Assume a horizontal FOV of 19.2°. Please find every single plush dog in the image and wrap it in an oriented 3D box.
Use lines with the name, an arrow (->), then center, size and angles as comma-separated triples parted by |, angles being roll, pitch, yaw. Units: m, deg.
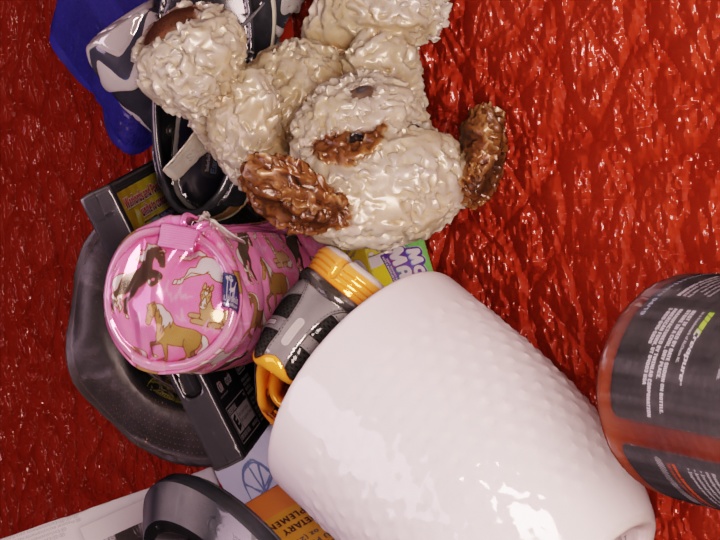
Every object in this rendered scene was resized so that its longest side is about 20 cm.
plush dog -> -0.014, -0.069, 1.203 | 0.172, 0.199, 0.161 | 44, 141, 46

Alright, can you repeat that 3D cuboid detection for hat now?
hat -> -0.110, 0.032, 1.502 | 0.081, 0.199, 0.202 | -42, -42, -67

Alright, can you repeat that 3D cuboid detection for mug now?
mug -> 0.063, 0.125, 1.139 | 0.175, 0.147, 0.201 | 40, 155, 27

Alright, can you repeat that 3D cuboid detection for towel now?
towel -> -0.155, -0.200, 1.468 | 0.148, 0.049, 0.201 | 54, 140, 36

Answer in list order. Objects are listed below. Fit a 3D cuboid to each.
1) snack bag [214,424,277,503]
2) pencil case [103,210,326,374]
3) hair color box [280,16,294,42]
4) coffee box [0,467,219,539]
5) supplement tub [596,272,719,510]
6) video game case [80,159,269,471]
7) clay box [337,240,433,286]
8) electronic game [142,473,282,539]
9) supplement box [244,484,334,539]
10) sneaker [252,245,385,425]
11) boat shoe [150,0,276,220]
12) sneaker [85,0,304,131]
snack bag -> -0.013, 0.184, 1.375 | 0.201, 0.021, 0.188 | 61, 149, 2
pencil case -> -0.075, 0.012, 1.222 | 0.086, 0.200, 0.083 | -30, 82, 15
hair color box -> -0.095, -0.158, 1.468 | 0.111, 0.064, 0.201 | -10, 87, 63
coffee box -> -0.159, 0.293, 1.478 | 0.200, 0.199, 0.199 | 87, 163, -58
supplement tub -> 0.194, 0.058, 0.901 | 0.200, 0.106, 0.108 | 8, 103, 62
video game case -> -0.104, 0.018, 1.346 | 0.182, 0.025, 0.200 | 64, -169, -6
clay box -> 0.000, 0.000, 1.331 | 0.115, 0.047, 0.201 | 132, 127, -58
electronic game -> -0.065, 0.209, 1.280 | 0.200, 0.042, 0.201 | 39, 148, 30
supplement box -> 0.003, 0.210, 1.286 | 0.200, 0.066, 0.069 | 39, 141, 33
sneaker -> -0.024, 0.066, 1.205 | 0.078, 0.077, 0.200 | 34, 155, 24
boat shoe -> -0.094, -0.125, 1.295 | 0.062, 0.074, 0.201 | -42, -44, -72
sneaker -> -0.063, -0.138, 1.360 | 0.130, 0.198, 0.080 | 58, -173, -14
